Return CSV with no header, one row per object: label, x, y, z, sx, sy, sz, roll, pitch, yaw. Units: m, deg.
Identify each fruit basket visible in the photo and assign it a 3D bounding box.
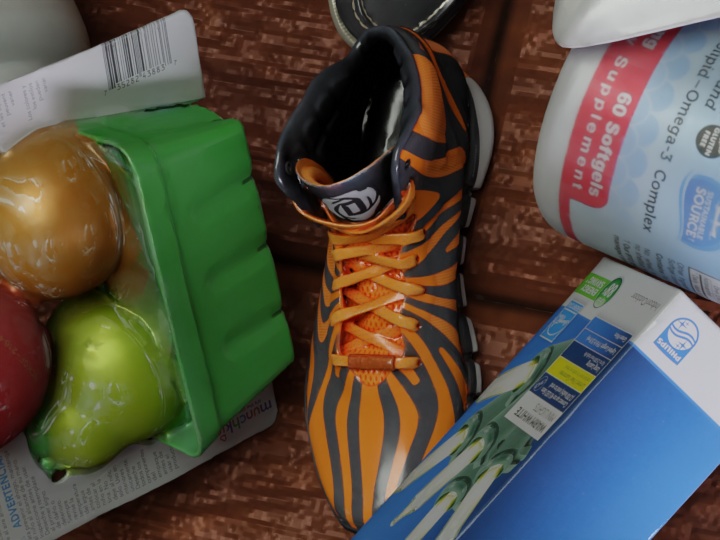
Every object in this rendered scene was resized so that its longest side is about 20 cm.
fruit basket,-0.130,0.017,1.055,0.199,0.186,0.094,-24,27,-23

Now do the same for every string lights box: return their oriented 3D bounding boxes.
string lights box,0.057,0.093,1.025,0.059,0.103,0.200,43,87,-12

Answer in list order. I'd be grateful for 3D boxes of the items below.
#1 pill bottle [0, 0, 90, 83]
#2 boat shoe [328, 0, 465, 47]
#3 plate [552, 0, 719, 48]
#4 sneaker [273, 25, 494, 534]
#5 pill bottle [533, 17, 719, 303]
pill bottle,-0.177,-0.103,1.163,0.114,0.114,0.201,-30,69,10
boat shoe,0.045,-0.178,1.116,0.072,0.063,0.201,27,91,-11
plate,0.167,-0.169,1.045,0.199,0.032,0.200,-12,36,16
sneaker,0.000,0.000,1.076,0.077,0.112,0.201,-2,77,19
pill bottle,0.173,-0.029,1.025,0.199,0.109,0.109,24,85,23
